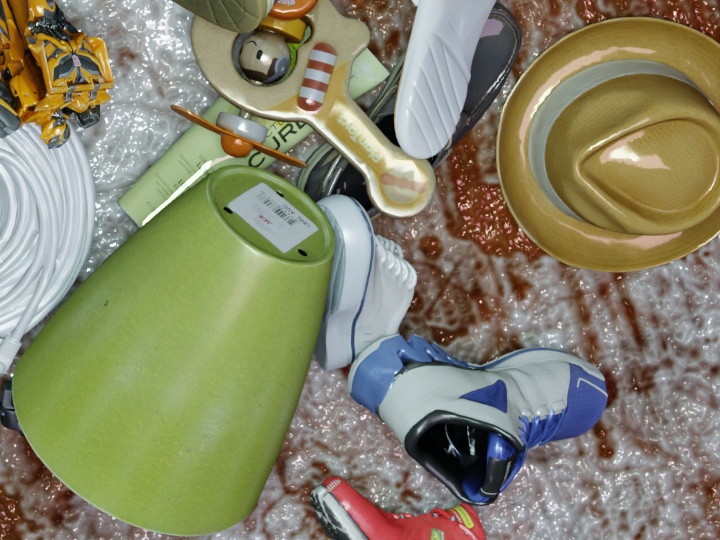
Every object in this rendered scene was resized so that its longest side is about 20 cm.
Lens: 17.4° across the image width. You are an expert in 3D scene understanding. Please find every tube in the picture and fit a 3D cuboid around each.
[{"bbox_3d":[-0.078,-0.096,1.596,0.200,0.052,0.058,-42,141,-3],"label":"tube"}]

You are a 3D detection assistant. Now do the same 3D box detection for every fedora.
[{"bbox_3d":[0.196,-0.080,1.640,0.199,0.082,0.202,-3,107,-11],"label":"fedora"}]

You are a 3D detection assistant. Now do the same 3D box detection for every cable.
[{"bbox_3d":[-0.274,-0.044,1.558,0.200,0.069,0.200,40,94,-19],"label":"cable"}]

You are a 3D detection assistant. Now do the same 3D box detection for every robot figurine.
[{"bbox_3d":[-0.219,-0.175,1.474,0.058,0.145,0.201,-24,86,28],"label":"robot figurine"}]

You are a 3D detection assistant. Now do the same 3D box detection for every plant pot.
[{"bbox_3d":[-0.103,0.035,1.524,0.186,0.188,0.201,22,123,-17],"label":"plant pot"}]

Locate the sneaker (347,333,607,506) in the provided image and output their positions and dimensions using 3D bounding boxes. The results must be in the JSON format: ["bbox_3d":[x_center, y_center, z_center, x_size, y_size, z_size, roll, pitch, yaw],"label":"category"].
[{"bbox_3d":[0.093,0.114,1.635,0.198,0.115,0.081,7,126,-34],"label":"sneaker"}]

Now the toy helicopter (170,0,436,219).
[{"bbox_3d":[-0.034,-0.105,1.542,0.132,0.079,0.200,-44,90,-7],"label":"toy helicopter"}]

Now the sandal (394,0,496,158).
[{"bbox_3d":[0.045,-0.177,1.541,0.079,0.059,0.208,33,72,-52],"label":"sandal"}]

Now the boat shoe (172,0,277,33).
[{"bbox_3d":[-0.125,-0.223,1.506,0.066,0.200,0.072,-40,154,-37],"label":"boat shoe"}]

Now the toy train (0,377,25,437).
[{"bbox_3d":[-0.155,0.107,1.648,0.198,0.034,0.046,7,109,-14],"label":"toy train"}]

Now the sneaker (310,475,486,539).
[{"bbox_3d":[0.046,0.198,1.708,0.200,0.077,0.085,39,84,-27],"label":"sneaker"}]

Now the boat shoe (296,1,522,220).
[{"bbox_3d":[0.041,-0.097,1.606,0.074,0.073,0.200,40,95,-20],"label":"boat shoe"}]

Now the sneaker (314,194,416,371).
[{"bbox_3d":[0.000,0.000,1.588,0.070,0.200,0.073,-21,69,-13],"label":"sneaker"}]
